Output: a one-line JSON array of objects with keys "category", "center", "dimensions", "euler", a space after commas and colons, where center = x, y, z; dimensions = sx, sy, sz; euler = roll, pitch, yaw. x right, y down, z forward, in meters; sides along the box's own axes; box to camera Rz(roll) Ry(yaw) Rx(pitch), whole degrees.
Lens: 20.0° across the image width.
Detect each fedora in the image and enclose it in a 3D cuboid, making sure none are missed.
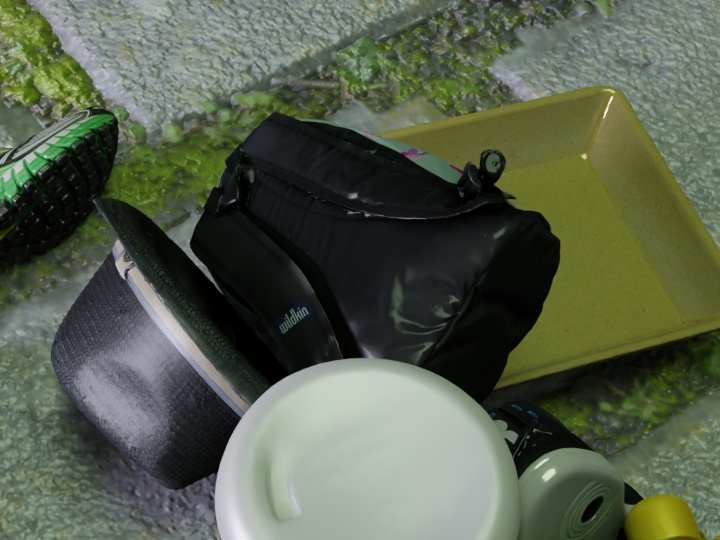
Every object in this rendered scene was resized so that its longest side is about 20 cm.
[{"category": "fedora", "center": [-0.107, 0.055, 1.132], "dimensions": [0.092, 0.201, 0.201], "euler": [-42, 65, 2]}]

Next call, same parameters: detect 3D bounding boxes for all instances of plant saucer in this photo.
[{"category": "plant saucer", "center": [0.112, -0.012, 1.273], "dimensions": [0.198, 0.049, 0.201], "euler": [-13, 55, -20]}]

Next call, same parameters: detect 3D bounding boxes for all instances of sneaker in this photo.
[{"category": "sneaker", "center": [0.089, 0.112, 1.099], "dimensions": [0.112, 0.200, 0.073], "euler": [41, 90, 28]}, {"category": "sneaker", "center": [-0.229, -0.051, 1.219], "dimensions": [0.199, 0.078, 0.085], "euler": [-31, 62, -29]}]

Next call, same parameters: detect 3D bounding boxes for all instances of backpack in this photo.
[{"category": "backpack", "center": [0.000, 0.000, 1.158], "dimensions": [0.199, 0.127, 0.167], "euler": [30, 79, 37]}]

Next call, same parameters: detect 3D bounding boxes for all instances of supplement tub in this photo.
[{"category": "supplement tub", "center": [0.001, 0.153, 1.014], "dimensions": [0.143, 0.201, 0.146], "euler": [1, 54, -2]}]

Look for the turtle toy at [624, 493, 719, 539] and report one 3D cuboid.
[{"category": "turtle toy", "center": [0.156, 0.201, 1.057], "dimensions": [0.199, 0.101, 0.147], "euler": [26, 38, -41]}]
